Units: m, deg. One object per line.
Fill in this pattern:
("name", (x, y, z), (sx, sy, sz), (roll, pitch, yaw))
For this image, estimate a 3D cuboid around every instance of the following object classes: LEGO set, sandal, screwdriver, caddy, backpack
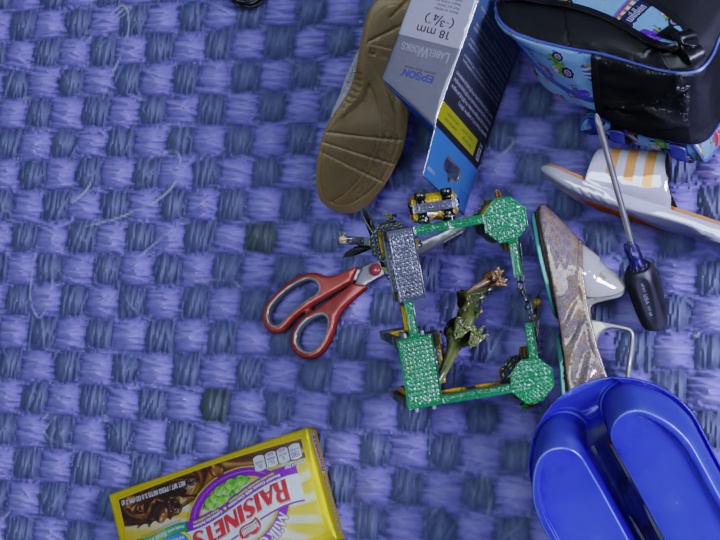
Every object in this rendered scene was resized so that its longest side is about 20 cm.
("LEGO set", (0.076, 0.029, 1.189), (0.154, 0.116, 0.200), (-18, 94, -7))
("sandal", (0.251, -0.064, 1.165), (0.206, 0.079, 0.059), (19, 90, 13))
("screwdriver", (0.208, -0.036, 1.133), (0.029, 0.200, 0.028), (-1, 34, 43))
("caddy", (0.214, 0.181, 1.104), (0.141, 0.105, 0.200), (-28, 92, 12))
("backpack", (0.217, -0.194, 1.153), (0.200, 0.135, 0.183), (17, 56, 30))

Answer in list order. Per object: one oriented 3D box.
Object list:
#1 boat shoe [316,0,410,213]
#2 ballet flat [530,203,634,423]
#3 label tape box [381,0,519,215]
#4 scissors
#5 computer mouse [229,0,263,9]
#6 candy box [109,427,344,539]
("boat shoe", (0.015, -0.148, 1.269), (0.071, 0.069, 0.200), (20, 105, 0))
("ballet flat", (0.188, 0.040, 1.173), (0.067, 0.068, 0.200), (-10, 86, 12))
("label tape box", (0.075, -0.163, 1.206), (0.063, 0.144, 0.200), (17, 84, 21))
("scissors", (0.000, 0.000, 1.267), (0.200, 0.014, 0.073), (-41, 67, 8))
("computer mouse", (-0.148, -0.332, 1.382), (0.059, 0.034, 0.200), (-27, 76, -6))
("candy box", (-0.119, 0.216, 1.255), (0.200, 0.026, 0.102), (-20, 76, 14))
